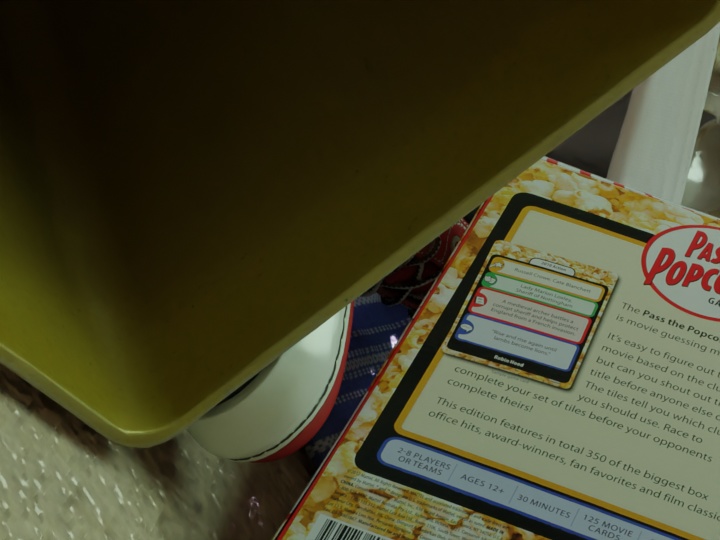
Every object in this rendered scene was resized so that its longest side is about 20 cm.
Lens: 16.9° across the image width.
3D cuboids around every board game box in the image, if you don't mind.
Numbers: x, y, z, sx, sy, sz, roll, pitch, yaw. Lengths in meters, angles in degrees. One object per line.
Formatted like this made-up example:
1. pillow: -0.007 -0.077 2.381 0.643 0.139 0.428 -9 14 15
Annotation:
1. board game box: 0.076 0.059 0.678 0.200 0.151 0.046 -56 160 -45

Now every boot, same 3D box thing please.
1. boot: 0.000 0.000 0.735 0.144 0.072 0.201 44 28 -35

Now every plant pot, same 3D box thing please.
1. plant pot: -0.061 -0.112 0.602 0.200 0.200 0.177 42 15 -46

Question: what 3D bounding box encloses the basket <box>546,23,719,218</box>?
1. basket: 0.110 -0.048 0.876 0.123 0.136 0.200 11 10 -18

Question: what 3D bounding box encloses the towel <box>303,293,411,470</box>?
1. towel: -0.012 -0.004 0.820 0.201 0.024 0.145 64 19 6
